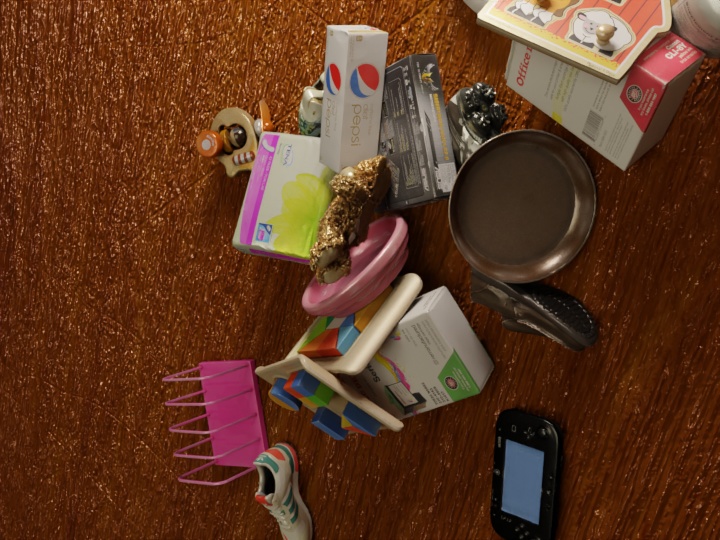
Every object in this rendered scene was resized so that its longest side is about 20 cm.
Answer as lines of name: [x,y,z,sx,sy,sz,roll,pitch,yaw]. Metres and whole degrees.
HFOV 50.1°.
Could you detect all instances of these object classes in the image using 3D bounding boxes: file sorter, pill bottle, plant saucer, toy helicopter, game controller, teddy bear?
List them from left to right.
file sorter: [-0.270,0.277,1.410,0.138,0.125,0.201,-7,93,36]
toy helicopter: [-0.175,-0.197,1.318,0.132,0.079,0.200,-43,83,22]
teddy bear: [-0.024,-0.075,1.078,0.067,0.145,0.201,16,84,23]
plant saucer: [0.000,0.000,1.153,0.200,0.201,0.051,-32,110,34]
plant saucer: [0.210,-0.084,1.013,0.199,0.032,0.201,-1,103,-6]
game controller: [0.236,0.300,1.106,0.104,0.042,0.201,9,101,34]
pill bottle: [0.392,-0.291,0.793,0.114,0.200,0.115,1,97,8]

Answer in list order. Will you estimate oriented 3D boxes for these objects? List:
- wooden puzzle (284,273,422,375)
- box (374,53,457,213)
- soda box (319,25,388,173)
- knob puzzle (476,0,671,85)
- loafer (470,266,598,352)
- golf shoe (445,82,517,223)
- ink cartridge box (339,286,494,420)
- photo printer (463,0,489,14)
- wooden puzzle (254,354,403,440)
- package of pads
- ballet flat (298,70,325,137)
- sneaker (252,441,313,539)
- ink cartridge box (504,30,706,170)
wooden puzzle: [-0.019,0.077,1.146,0.037,0.185,0.200,48,152,-20]
box: [0.063,-0.192,1.117,0.158,0.048,0.201,-9,92,59]
soda box: [-0.012,-0.245,1.108,0.064,0.068,0.201,37,129,50]
knob puzzle: [0.258,-0.316,0.865,0.220,0.219,0.030,41,161,23]
loafer: [0.234,0.055,1.061,0.200,0.073,0.071,36,127,31]
golf shoe: [0.174,-0.155,1.073,0.094,0.077,0.201,-20,87,59]
ink cartridge box: [0.072,0.133,1.147,0.200,0.084,0.145,-27,101,35]
photo printer: [0.194,-0.443,1.005,0.200,0.069,0.167,-37,76,34]
wooden puzzle: [-0.056,0.197,1.138,0.185,0.046,0.200,36,156,-16]
package of pads: [-0.102,-0.114,1.218,0.154,0.068,0.201,10,83,21]
ballet flat: [-0.051,-0.285,1.205,0.200,0.074,0.074,-44,72,31]
sneaker: [-0.147,0.412,1.362,0.070,0.093,0.201,-9,91,36]
ink cartridge box: [0.284,-0.242,0.926,0.200,0.083,0.145,43,156,22]
